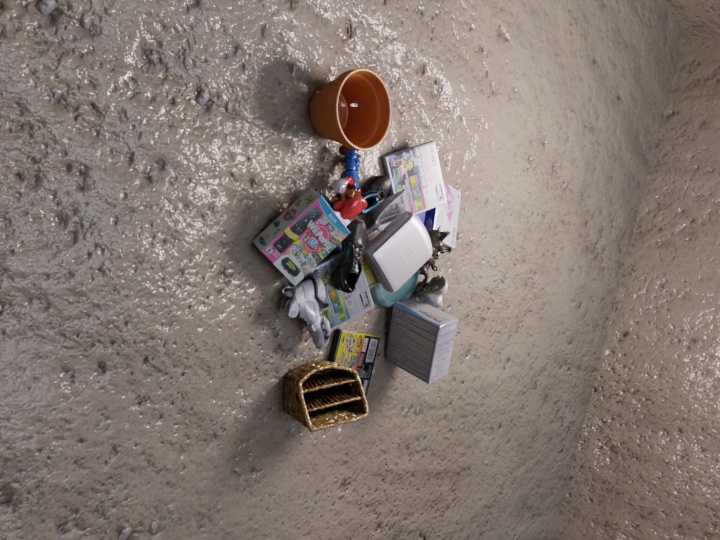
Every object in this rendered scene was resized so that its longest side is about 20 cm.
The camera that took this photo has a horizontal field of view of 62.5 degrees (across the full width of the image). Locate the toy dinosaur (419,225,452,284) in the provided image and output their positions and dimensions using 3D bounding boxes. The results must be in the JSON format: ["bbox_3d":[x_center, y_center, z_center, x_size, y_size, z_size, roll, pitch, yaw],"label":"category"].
[{"bbox_3d":[0.216,-0.055,1.848,0.102,0.077,0.200,18,116,-35],"label":"toy dinosaur"}]

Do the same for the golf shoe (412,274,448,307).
[{"bbox_3d":[0.238,0.073,1.867,0.078,0.200,0.097,-45,99,-14],"label":"golf shoe"}]

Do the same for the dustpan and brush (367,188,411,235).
[{"bbox_3d":[0.062,-0.145,1.722,0.199,0.057,0.140,-23,152,-1],"label":"dustpan and brush"}]

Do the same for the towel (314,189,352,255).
[{"bbox_3d":[-0.089,-0.125,1.601,0.200,0.048,0.112,39,70,-42],"label":"towel"}]

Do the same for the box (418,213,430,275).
[{"bbox_3d":[0.181,-0.099,1.897,0.200,0.036,0.143,45,65,-39],"label":"box"}]

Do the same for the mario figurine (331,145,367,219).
[{"bbox_3d":[-0.046,-0.229,1.580,0.123,0.106,0.201,19,62,-39],"label":"mario figurine"}]

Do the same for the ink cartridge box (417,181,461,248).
[{"bbox_3d":[0.253,-0.188,1.913,0.200,0.043,0.197,20,76,-51],"label":"ink cartridge box"}]

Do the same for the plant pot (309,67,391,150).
[{"bbox_3d":[-0.037,-0.410,1.530,0.200,0.140,0.201,-11,105,-45],"label":"plant pot"}]

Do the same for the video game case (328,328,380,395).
[{"bbox_3d":[-0.028,0.281,1.763,0.180,0.025,0.201,16,87,-47],"label":"video game case"}]

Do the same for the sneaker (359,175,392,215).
[{"bbox_3d":[0.037,-0.208,1.691,0.200,0.082,0.073,-42,123,-34],"label":"sneaker"}]

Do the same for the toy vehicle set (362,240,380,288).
[{"bbox_3d":[0.000,0.000,1.703,0.200,0.026,0.125,-28,118,-26],"label":"toy vehicle set"}]

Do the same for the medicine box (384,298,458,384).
[{"bbox_3d":[0.187,0.215,1.836,0.103,0.182,0.201,-13,119,-45],"label":"medicine box"}]

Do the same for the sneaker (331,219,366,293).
[{"bbox_3d":[-0.015,-0.035,1.574,0.075,0.079,0.201,8,102,-29],"label":"sneaker"}]

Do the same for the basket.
[{"bbox_3d":[-0.089,0.327,1.598,0.199,0.149,0.143,-3,100,-35],"label":"basket"}]

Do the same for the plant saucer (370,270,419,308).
[{"bbox_3d":[0.112,0.025,1.831,0.200,0.027,0.201,-15,115,-34],"label":"plant saucer"}]

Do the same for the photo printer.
[{"bbox_3d":[0.115,-0.059,1.706,0.200,0.069,0.167,-43,124,-18],"label":"photo printer"}]

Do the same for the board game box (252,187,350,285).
[{"bbox_3d":[-0.146,-0.084,1.492,0.200,0.064,0.148,-44,130,-5],"label":"board game box"}]

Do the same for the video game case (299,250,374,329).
[{"bbox_3d":[-0.065,0.057,1.639,0.182,0.022,0.201,-26,118,-18],"label":"video game case"}]

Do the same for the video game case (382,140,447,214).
[{"bbox_3d":[0.168,-0.274,1.808,0.182,0.023,0.201,-22,110,-22],"label":"video game case"}]

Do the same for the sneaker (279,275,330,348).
[{"bbox_3d":[-0.148,0.120,1.561,0.115,0.075,0.201,-13,108,-26],"label":"sneaker"}]
